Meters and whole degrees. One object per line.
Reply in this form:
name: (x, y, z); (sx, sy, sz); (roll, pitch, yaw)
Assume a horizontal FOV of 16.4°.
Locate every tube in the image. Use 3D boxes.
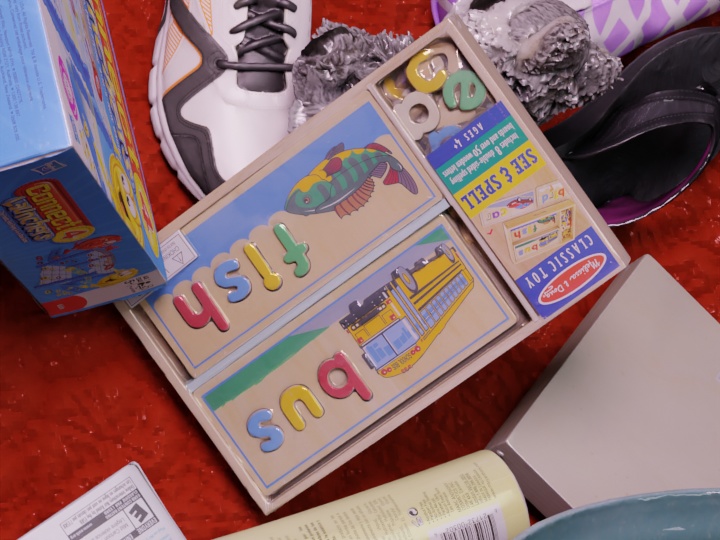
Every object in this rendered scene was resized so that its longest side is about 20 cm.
tube: (-0.022, 0.134, 1.099); (0.199, 0.052, 0.058); (-20, 44, -22)

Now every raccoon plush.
raccoon plush: (0.046, -0.037, 1.126); (0.097, 0.133, 0.201); (-19, 110, -67)

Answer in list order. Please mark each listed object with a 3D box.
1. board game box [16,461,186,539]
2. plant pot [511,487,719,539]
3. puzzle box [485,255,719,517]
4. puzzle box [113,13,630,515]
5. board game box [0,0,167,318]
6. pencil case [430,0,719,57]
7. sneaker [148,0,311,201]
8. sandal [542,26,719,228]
board game box: (-0.099, 0.202, 1.003); (0.147, 0.064, 0.200); (-33, 88, -26)
plant pot: (0.153, 0.183, 0.997); (0.200, 0.200, 0.135); (-8, 105, -26)
puzzle box: (0.167, 0.108, 1.189); (0.200, 0.025, 0.133); (45, 59, -6)
puzzle box: (0.000, 0.000, 1.086); (0.200, 0.025, 0.133); (-36, 91, 14)
board game box: (-0.143, -0.103, 1.016); (0.056, 0.196, 0.201); (-15, 74, 2)
pencil case: (0.128, -0.149, 1.226); (0.200, 0.085, 0.084); (-28, 89, -29)
sneaker: (-0.055, -0.120, 1.139); (0.073, 0.080, 0.201); (-3, 77, -27)
sandal: (0.126, -0.049, 1.201); (0.200, 0.048, 0.076); (-33, 129, -23)
